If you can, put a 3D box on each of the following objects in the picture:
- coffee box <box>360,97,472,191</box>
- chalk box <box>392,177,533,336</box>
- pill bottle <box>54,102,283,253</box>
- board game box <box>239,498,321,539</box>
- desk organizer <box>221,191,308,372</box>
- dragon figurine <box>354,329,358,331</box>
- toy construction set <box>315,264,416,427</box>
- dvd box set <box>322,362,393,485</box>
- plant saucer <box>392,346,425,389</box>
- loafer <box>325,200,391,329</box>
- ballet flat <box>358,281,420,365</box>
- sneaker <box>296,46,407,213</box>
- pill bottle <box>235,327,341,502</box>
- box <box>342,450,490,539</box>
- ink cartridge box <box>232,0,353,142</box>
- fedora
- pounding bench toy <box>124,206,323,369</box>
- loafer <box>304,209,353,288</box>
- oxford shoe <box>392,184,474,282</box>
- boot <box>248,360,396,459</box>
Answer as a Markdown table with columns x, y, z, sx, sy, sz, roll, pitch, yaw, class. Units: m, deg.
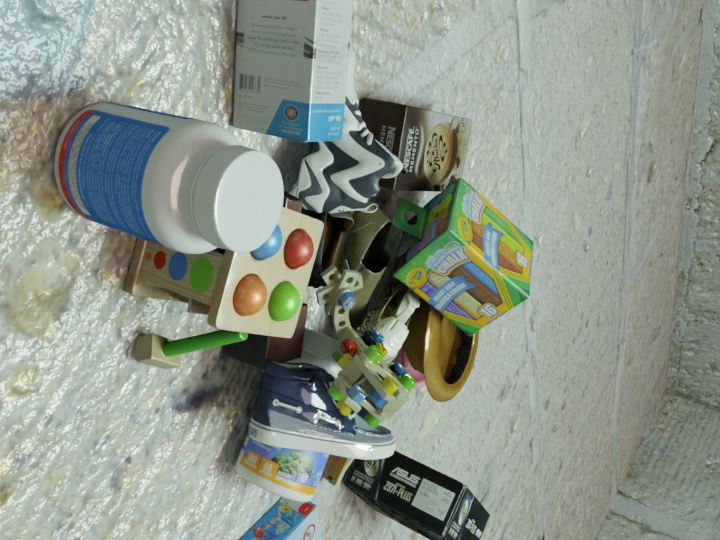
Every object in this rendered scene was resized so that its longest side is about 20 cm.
| x | y | z | sx | sy | sz | roll | pitch | yaw | class |
| --- | --- | --- | --- | --- | --- | --- | --- | --- | --- |
| 0.077 | -0.176 | 1.081 | 0.198 | 0.079 | 0.116 | -8 | 111 | -55 | coffee box |
| 0.131 | -0.032 | 1.048 | 0.199 | 0.123 | 0.126 | 38 | 41 | -18 | chalk box |
| -0.166 | -0.078 | 0.651 | 0.111 | 0.197 | 0.115 | -27 | 126 | -46 | pill bottle |
| -0.132 | 0.457 | 1.060 | 0.195 | 0.055 | 0.204 | -36 | 131 | -44 | board game box |
| -0.105 | 0.007 | 0.897 | 0.076 | 0.071 | 0.205 | -8 | 110 | -57 | desk organizer |
| -0.001 | 0.123 | 1.111 | 0.201 | 0.058 | 0.101 | -49 | 140 | -31 | dragon figurine |
| -0.003 | 0.096 | 0.880 | 0.091 | 0.203 | 0.130 | -36 | 138 | 19 | toy construction set |
| 0.002 | 0.229 | 1.095 | 0.147 | 0.029 | 0.201 | -51 | 169 | -25 | dvd box set |
| 0.103 | 0.095 | 1.262 | 0.199 | 0.050 | 0.205 | -29 | 127 | -47 | plant saucer |
| 0.000 | 0.000 | 1.043 | 0.076 | 0.067 | 0.204 | -29 | 133 | -46 | loafer |
| 0.045 | 0.073 | 1.065 | 0.068 | 0.075 | 0.201 | 50 | 36 | -15 | ballet flat |
| 0.001 | -0.163 | 0.907 | 0.079 | 0.126 | 0.204 | 133 | -31 | -84 | sneaker |
| -0.077 | 0.184 | 0.974 | 0.112 | 0.110 | 0.204 | 33 | 76 | -55 | pill bottle |
| 0.094 | 0.376 | 1.231 | 0.087 | 0.197 | 0.164 | -59 | 144 | -19 | box |
| -0.071 | -0.248 | 0.797 | 0.066 | 0.114 | 0.205 | -15 | 116 | -52 | ink cartridge box |
| 0.119 | 0.099 | 1.169 | 0.199 | 0.080 | 0.206 | -13 | 106 | -54 | fedora |
| -0.142 | 0.024 | 0.769 | 0.123 | 0.154 | 0.205 | 14 | 92 | -57 | pounding bench toy |
| -0.035 | -0.071 | 0.965 | 0.072 | 0.071 | 0.204 | 28 | 79 | -55 | loafer |
| 0.119 | -0.044 | 1.158 | 0.201 | 0.058 | 0.075 | -51 | 156 | 22 | oxford shoe |
| -0.033 | 0.166 | 0.892 | 0.197 | 0.072 | 0.093 | 14 | 90 | -32 | boot |
